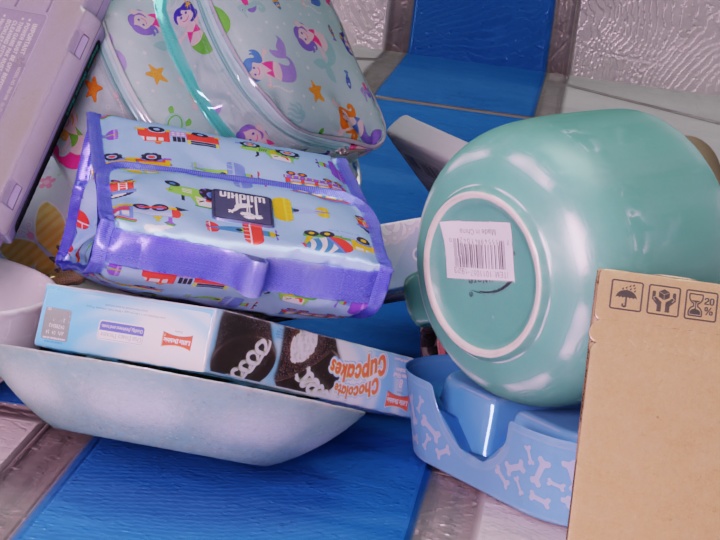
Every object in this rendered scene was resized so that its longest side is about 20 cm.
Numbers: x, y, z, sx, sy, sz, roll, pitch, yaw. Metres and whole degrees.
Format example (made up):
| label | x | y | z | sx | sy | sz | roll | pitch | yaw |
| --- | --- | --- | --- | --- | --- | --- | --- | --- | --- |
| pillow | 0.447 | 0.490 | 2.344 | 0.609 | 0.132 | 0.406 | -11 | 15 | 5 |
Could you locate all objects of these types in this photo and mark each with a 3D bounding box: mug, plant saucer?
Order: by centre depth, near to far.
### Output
| label | x | y | z | sx | sy | sz | roll | pitch | yaw |
| --- | --- | --- | --- | --- | --- | --- | --- | --- | --- |
| plant saucer | -0.099 | 0.072 | 1.413 | 0.201 | 0.039 | 0.201 | 11 | -4 | 1 |
| mug | 0.096 | 0.006 | 1.458 | 0.114 | 0.185 | 0.152 | -10 | 52 | -42 |

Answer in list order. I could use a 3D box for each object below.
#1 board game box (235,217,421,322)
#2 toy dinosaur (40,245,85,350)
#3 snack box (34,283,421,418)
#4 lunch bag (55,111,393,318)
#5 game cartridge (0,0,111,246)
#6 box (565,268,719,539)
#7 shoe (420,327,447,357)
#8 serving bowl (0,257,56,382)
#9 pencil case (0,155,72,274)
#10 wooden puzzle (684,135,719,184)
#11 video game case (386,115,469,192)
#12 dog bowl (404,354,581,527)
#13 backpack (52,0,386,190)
| label | x | y | z | sx | sy | sz | roll | pitch | yaw |
| --- | --- | --- | --- | --- | --- | --- | --- | --- | --- |
| board game box | 0.000 | 0.000 | 1.666 | 0.200 | 0.043 | 0.199 | -10 | -3 | -8 |
| toy dinosaur | -0.196 | 0.031 | 1.641 | 0.200 | 0.058 | 0.101 | 2 | 24 | 14 |
| snack box | -0.068 | 0.045 | 1.502 | 0.116 | 0.037 | 0.200 | 8 | -5 | 35 |
| lunch bag | -0.072 | -0.012 | 1.444 | 0.150 | 0.094 | 0.200 | 10 | 10 | -12 |
| game cartridge | -0.224 | -0.091 | 1.532 | 0.129 | 0.200 | 0.038 | 14 | -21 | 21 |
| box | 0.203 | 0.087 | 1.329 | 0.200 | 0.164 | 0.021 | 8 | -24 | 3 |
| shoe | 0.093 | 0.042 | 1.621 | 0.091 | 0.072 | 0.200 | -6 | -2 | -10 |
| serving bowl | -0.266 | 0.032 | 1.509 | 0.200 | 0.066 | 0.200 | 7 | 10 | -1 |
| pencil case | -0.189 | -0.036 | 1.753 | 0.200 | 0.083 | 0.091 | -6 | 29 | 15 |
| wooden puzzle | 0.238 | 0.018 | 1.687 | 0.037 | 0.200 | 0.185 | -26 | 6 | 9 |
| video game case | 0.108 | -0.012 | 1.785 | 0.023 | 0.182 | 0.200 | -40 | 24 | -9 |
| dog bowl | 0.100 | 0.092 | 1.484 | 0.111 | 0.050 | 0.200 | 1 | 12 | -33 |
| backpack | -0.095 | -0.104 | 1.627 | 0.200 | 0.178 | 0.151 | -3 | -26 | -49 |
